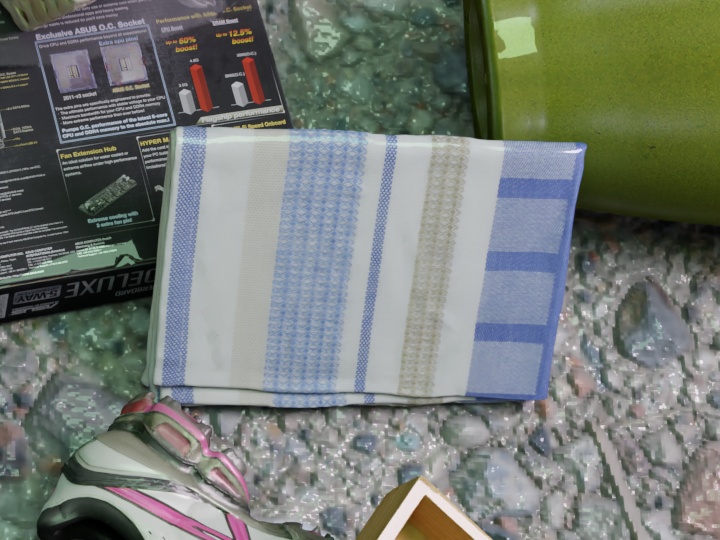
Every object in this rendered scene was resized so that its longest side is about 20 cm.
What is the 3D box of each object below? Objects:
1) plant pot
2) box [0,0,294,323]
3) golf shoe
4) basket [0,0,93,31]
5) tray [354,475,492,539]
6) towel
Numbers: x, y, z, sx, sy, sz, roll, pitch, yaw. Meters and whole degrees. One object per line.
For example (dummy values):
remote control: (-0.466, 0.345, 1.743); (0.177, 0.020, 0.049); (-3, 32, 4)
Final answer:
plant pot: (0.151, -0.106, 1.173); (0.192, 0.200, 0.201); (-6, 68, -1)
box: (-0.135, -0.064, 1.158); (0.199, 0.050, 0.158); (-11, 70, -16)
golf shoe: (-0.055, 0.148, 1.073); (0.200, 0.073, 0.092); (37, 60, 13)
basket: (-0.136, -0.219, 1.094); (0.123, 0.136, 0.200); (-31, 100, -18)
tray: (0.004, 0.193, 0.997); (0.099, 0.037, 0.200); (43, 57, -9)
towel: (0.000, 0.000, 1.122); (0.199, 0.147, 0.024); (1, 28, -11)
